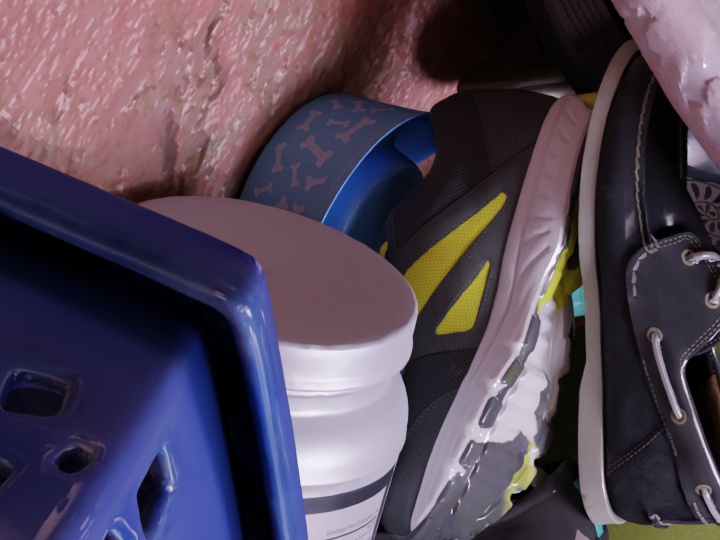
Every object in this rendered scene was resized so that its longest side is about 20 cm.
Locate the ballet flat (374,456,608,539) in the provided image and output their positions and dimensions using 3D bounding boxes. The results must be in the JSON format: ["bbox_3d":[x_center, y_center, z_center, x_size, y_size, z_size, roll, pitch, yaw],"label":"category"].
[{"bbox_3d":[0.010,0.097,1.143,0.068,0.199,0.069,-54,139,-59],"label":"ballet flat"}]

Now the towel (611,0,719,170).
[{"bbox_3d":[0.156,-0.095,1.079,0.032,0.200,0.191,-29,-168,26],"label":"towel"}]

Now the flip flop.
[{"bbox_3d":[0.108,-0.134,1.213,0.200,0.081,0.058,-43,119,-29],"label":"flip flop"}]

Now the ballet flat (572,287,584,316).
[{"bbox_3d":[0.150,-0.021,1.384,0.200,0.070,0.068,-37,143,-40],"label":"ballet flat"}]

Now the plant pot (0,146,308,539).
[{"bbox_3d":[-0.129,0.075,0.861,0.180,0.199,0.200,-53,153,-31],"label":"plant pot"}]

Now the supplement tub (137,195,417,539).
[{"bbox_3d":[-0.062,0.087,1.038,0.140,0.140,0.201,-19,131,-53],"label":"supplement tub"}]

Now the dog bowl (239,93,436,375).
[{"bbox_3d":[0.000,0.000,1.166,0.112,0.049,0.200,-51,151,-20],"label":"dog bowl"}]

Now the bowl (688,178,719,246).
[{"bbox_3d":[0.165,-0.041,1.304,0.200,0.201,0.094,-29,163,-47],"label":"bowl"}]

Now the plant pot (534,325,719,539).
[{"bbox_3d":[0.099,0.111,1.225,0.187,0.187,0.200,-33,163,-44],"label":"plant pot"}]

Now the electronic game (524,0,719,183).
[{"bbox_3d":[0.139,-0.134,1.170,0.042,0.201,0.200,-24,-174,46],"label":"electronic game"}]

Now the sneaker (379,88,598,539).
[{"bbox_3d":[0.043,0.017,1.089,0.074,0.084,0.201,44,64,-60],"label":"sneaker"}]

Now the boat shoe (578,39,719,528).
[{"bbox_3d":[0.126,0.007,1.074,0.072,0.067,0.201,-26,117,-60],"label":"boat shoe"}]
